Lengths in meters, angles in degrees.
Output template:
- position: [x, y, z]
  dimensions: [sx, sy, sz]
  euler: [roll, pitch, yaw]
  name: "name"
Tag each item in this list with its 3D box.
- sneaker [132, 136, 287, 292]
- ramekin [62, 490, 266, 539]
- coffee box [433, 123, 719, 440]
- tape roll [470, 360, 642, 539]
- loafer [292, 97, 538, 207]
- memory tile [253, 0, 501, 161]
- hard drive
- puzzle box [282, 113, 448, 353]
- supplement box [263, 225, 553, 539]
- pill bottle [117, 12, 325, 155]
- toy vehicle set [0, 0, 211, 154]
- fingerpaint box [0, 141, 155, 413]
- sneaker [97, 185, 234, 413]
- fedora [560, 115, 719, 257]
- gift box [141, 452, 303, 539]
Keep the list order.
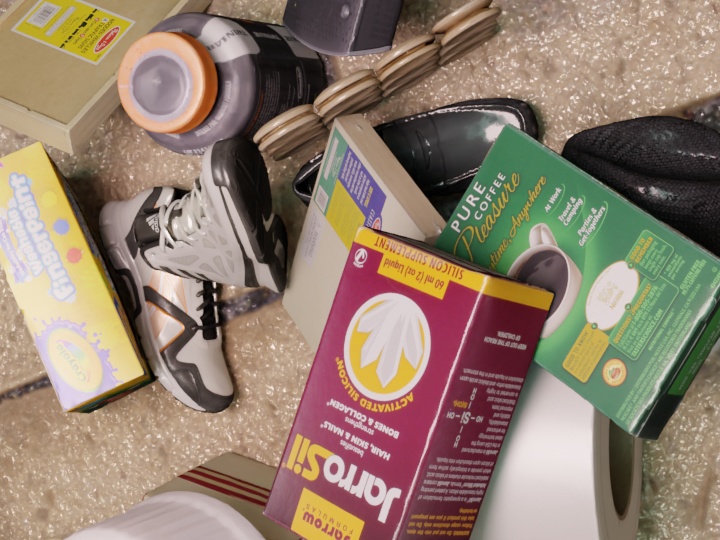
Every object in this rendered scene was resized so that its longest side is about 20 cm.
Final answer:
- position: [-0.123, -0.034, 1.092]
  dimensions: [0.114, 0.201, 0.076]
  euler: [-1, 66, 5]
  name: "sneaker"
- position: [-0.148, 0.265, 1.025]
  dimensions: [0.199, 0.097, 0.203]
  euler: [2, 93, 34]
  name: "ramekin"
- position: [0.142, 0.003, 0.937]
  dimensions: [0.200, 0.044, 0.124]
  euler: [37, 103, 35]
  name: "coffee box"
- position: [0.122, 0.124, 1.046]
  dimensions: [0.138, 0.202, 0.205]
  euler: [-2, 95, 20]
  name: "tape roll"
- position: [0.041, -0.086, 1.123]
  dimensions: [0.199, 0.070, 0.069]
  euler: [-15, 91, 21]
  name: "loafer"
- position: [0.013, -0.139, 1.065]
  dimensions: [0.199, 0.153, 0.017]
  euler: [-29, 90, 4]
  name: "memory tile"
- position: [-0.006, -0.228, 1.075]
  dimensions: [0.042, 0.200, 0.136]
  euler: [12, 102, -19]
  name: "hard drive"
- position: [0.000, 0.000, 1.089]
  dimensions: [0.133, 0.025, 0.201]
  euler: [55, 144, 33]
  name: "puzzle box"
- position: [0.029, 0.087, 0.924]
  dimensions: [0.110, 0.085, 0.202]
  euler: [22, 95, 38]
  name: "supplement box"
- position: [-0.108, -0.141, 1.103]
  dimensions: [0.105, 0.200, 0.107]
  euler: [2, 96, 19]
  name: "pill bottle"
- position: [-0.225, -0.188, 1.161]
  dimensions: [0.123, 0.201, 0.027]
  euler: [24, 146, 17]
  name: "toy vehicle set"
- position: [-0.241, 0.011, 1.181]
  dimensions: [0.073, 0.167, 0.201]
  euler: [-24, 86, -7]
  name: "fingerpaint box"
- position: [-0.148, 0.022, 1.204]
  dimensions: [0.080, 0.074, 0.201]
  euler: [-25, 87, 18]
  name: "sneaker"
- position: [0.204, -0.050, 1.004]
  dimensions: [0.199, 0.201, 0.092]
  euler: [17, 135, 18]
  name: "fedora"
- position: [-0.080, 0.270, 1.141]
  dimensions: [0.185, 0.200, 0.186]
  euler: [16, 106, 16]
  name: "gift box"
